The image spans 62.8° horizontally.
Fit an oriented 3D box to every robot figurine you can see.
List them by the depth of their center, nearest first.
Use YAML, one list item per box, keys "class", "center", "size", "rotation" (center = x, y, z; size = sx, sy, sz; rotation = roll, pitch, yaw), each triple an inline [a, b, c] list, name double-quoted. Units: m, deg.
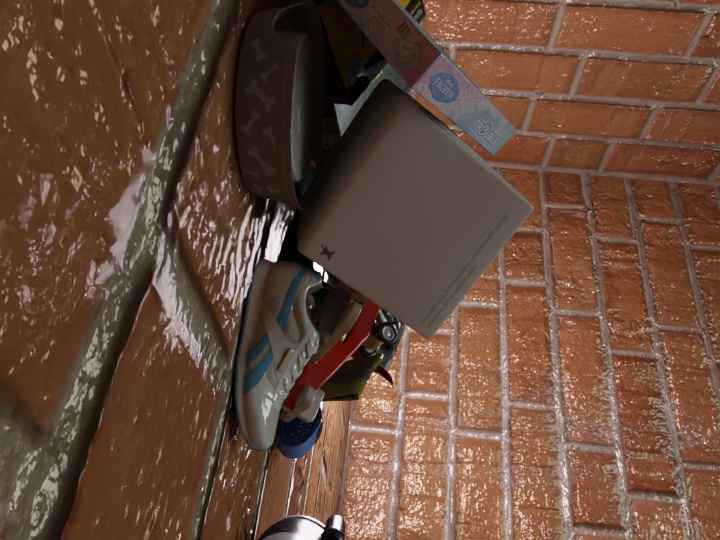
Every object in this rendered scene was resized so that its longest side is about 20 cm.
- class: "robot figurine"
  center: [-0.084, 0.378, 0.713]
  size: [0.200, 0.145, 0.129]
  rotation: [66, 16, -82]

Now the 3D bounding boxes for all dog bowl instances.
- class: "dog bowl"
  center: [-0.078, -0.167, 0.606]
  size: [0.200, 0.057, 0.207]
  rotation: [5, 90, -86]

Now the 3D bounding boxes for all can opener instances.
- class: "can opener"
  center: [-0.085, -0.064, 0.813]
  size: [0.067, 0.052, 0.203]
  rotation: [49, 31, -34]

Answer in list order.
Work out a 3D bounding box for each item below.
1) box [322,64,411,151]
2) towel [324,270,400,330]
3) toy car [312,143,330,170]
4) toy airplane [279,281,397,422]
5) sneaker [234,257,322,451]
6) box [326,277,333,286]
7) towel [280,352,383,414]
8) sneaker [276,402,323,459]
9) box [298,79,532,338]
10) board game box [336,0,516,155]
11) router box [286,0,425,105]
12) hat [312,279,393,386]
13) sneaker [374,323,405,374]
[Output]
- class: "box"
  center: [-0.004, -0.299, 0.808]
  size: [0.193, 0.047, 0.204]
  rotation: [-47, 139, -33]
- class: "towel"
  center: [0.000, 0.000, 0.988]
  size: [0.166, 0.085, 0.202]
  rotation: [45, -14, 45]
- class: "toy car"
  center: [0.023, -0.175, 0.951]
  size: [0.151, 0.198, 0.176]
  rotation: [55, 0, -39]
- class: "toy airplane"
  center: [-0.060, 0.093, 0.763]
  size: [0.199, 0.142, 0.199]
  rotation: [-40, 178, 10]
- class: "sneaker"
  center: [-0.087, 0.091, 0.638]
  size: [0.077, 0.078, 0.207]
  rotation: [83, 14, -82]
- class: "box"
  center: [0.035, -0.015, 1.227]
  size: [0.199, 0.167, 0.205]
  rotation: [149, -38, -78]
- class: "towel"
  center: [-0.043, 0.169, 0.886]
  size: [0.200, 0.140, 0.023]
  rotation: [-30, 104, -77]
- class: "sneaker"
  center: [-0.089, 0.250, 0.926]
  size: [0.200, 0.068, 0.080]
  rotation: [-73, 163, -75]
- class: "box"
  center: [0.053, -0.078, 0.705]
  size: [0.201, 0.198, 0.172]
  rotation: [-52, -162, 14]
- class: "board game box"
  center: [0.062, -0.231, 0.630]
  size: [0.198, 0.043, 0.201]
  rotation: [15, 36, -55]
- class: "router box"
  center: [0.001, -0.326, 0.715]
  size: [0.202, 0.050, 0.151]
  rotation: [-55, 142, -27]
- class: "hat"
  center: [-0.017, 0.084, 1.003]
  size: [0.201, 0.170, 0.171]
  rotation: [86, 11, -70]
- class: "sneaker"
  center: [0.051, 0.089, 1.079]
  size: [0.074, 0.079, 0.206]
  rotation: [-159, -99, -66]
